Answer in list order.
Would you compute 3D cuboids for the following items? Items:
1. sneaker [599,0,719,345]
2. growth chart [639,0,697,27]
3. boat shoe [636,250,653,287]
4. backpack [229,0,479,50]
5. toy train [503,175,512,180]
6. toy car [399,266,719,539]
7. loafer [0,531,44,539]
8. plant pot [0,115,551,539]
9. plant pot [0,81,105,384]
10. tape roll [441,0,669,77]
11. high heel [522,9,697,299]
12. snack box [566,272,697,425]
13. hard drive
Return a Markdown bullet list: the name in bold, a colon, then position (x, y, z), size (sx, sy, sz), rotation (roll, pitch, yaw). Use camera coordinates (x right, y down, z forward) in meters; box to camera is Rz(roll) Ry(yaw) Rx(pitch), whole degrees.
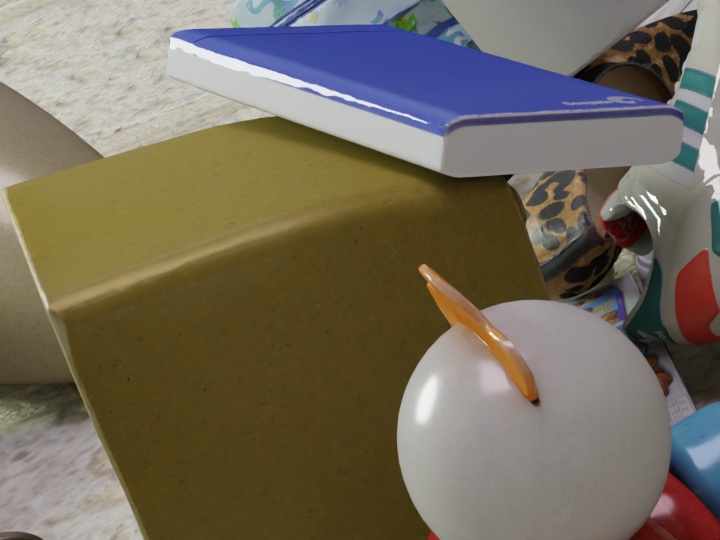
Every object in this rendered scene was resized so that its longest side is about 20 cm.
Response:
- **sneaker**: position (0.148, -0.055, 1.263), size (0.093, 0.070, 0.201), rotation (-16, 56, 26)
- **growth chart**: position (0.236, -0.150, 1.562), size (0.145, 0.018, 0.199), rotation (-40, 27, -30)
- **boat shoe**: position (0.214, -0.053, 1.313), size (0.199, 0.069, 0.072), rotation (-23, 23, 6)
- **backpack**: position (0.007, -0.142, 1.602), size (0.162, 0.155, 0.200), rotation (-26, -19, 12)
- **toy train**: position (0.000, 0.000, 1.395), size (0.200, 0.046, 0.034), rotation (-39, 5, 22)
- **toy car**: position (0.064, 0.074, 1.009), size (0.184, 0.201, 0.177), rotation (-28, 23, -8)
- **loafer**: position (-0.195, 0.194, 1.208), size (0.200, 0.076, 0.067), rotation (-44, 29, -17)
- **plant pot**: position (-0.020, 0.034, 1.206), size (0.199, 0.197, 0.194), rotation (-24, 20, -6)
- **plant pot**: position (-0.197, -0.014, 1.541), size (0.199, 0.188, 0.187), rotation (17, 46, 39)
- **tape roll**: position (0.117, -0.198, 1.403), size (0.202, 0.139, 0.203), rotation (-39, 3, 3)
- **high heel**: position (0.135, -0.061, 1.370), size (0.200, 0.071, 0.142), rotation (-49, 11, -16)
- **snack box**: position (0.108, 0.062, 1.233), size (0.072, 0.024, 0.200), rotation (-26, 23, 5)
- **hard drive**: position (0.025, -0.077, 1.228), size (0.131, 0.026, 0.200), rotation (-5, 17, -37)
